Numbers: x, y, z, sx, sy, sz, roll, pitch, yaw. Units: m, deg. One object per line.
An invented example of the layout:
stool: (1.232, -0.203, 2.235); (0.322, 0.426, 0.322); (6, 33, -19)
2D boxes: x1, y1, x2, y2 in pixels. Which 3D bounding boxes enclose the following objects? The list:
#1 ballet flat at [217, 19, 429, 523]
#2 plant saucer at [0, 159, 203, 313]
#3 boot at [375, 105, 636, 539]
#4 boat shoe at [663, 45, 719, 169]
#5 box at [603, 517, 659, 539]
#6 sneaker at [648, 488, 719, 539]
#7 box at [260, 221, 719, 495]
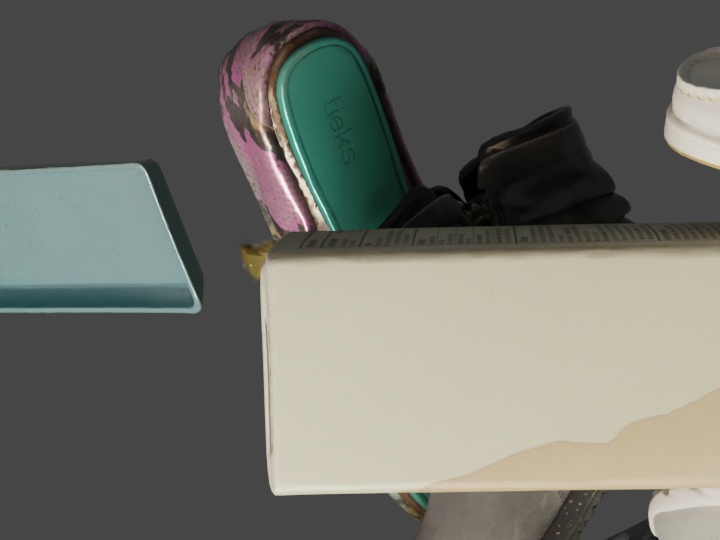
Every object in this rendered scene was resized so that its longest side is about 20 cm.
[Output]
ballet flat: (0.000, 0.000, 0.963); (0.071, 0.069, 0.200); (6, 122, 63)
plant saucer: (-0.151, -0.015, 1.087); (0.200, 0.019, 0.070); (-1, 121, 35)
boot: (0.033, 0.046, 0.914); (0.132, 0.200, 0.070); (46, 179, -4)
boat shoe: (0.183, -0.071, 0.773); (0.200, 0.071, 0.069); (-3, 119, 27)
box: (0.072, 0.191, 1.008); (0.106, 0.122, 0.200); (49, 136, -6)
sneaker: (0.187, 0.103, 0.854); (0.200, 0.075, 0.082); (5, 98, 31)
box: (0.071, 0.026, 0.834); (0.200, 0.095, 0.078); (-1, 96, 4)
